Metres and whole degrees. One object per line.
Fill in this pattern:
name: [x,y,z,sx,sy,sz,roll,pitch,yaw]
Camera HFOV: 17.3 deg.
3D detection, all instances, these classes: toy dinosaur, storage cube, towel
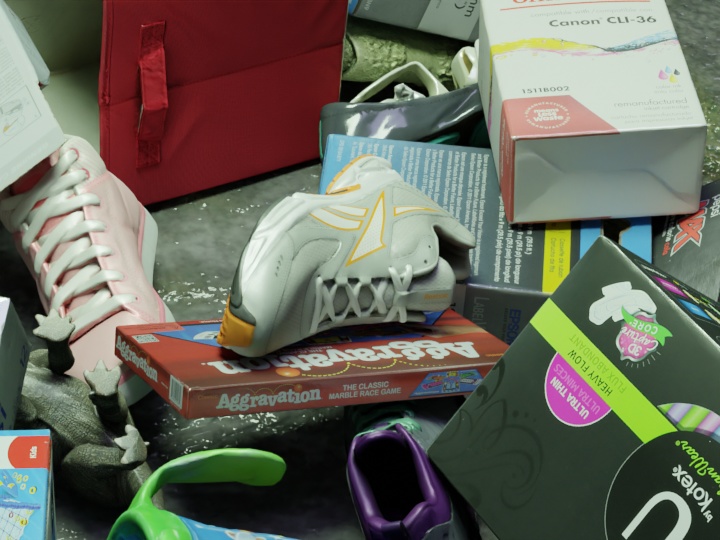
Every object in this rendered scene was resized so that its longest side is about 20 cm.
toy dinosaur: [-0.150,0.084,1.247,0.200,0.102,0.077,25,65,5]
storage cube: [-0.127,-0.166,1.509,0.179,0.171,0.200,-16,41,-28]
towel: [-0.007,-0.179,1.620,0.148,0.037,0.200,4,30,-41]

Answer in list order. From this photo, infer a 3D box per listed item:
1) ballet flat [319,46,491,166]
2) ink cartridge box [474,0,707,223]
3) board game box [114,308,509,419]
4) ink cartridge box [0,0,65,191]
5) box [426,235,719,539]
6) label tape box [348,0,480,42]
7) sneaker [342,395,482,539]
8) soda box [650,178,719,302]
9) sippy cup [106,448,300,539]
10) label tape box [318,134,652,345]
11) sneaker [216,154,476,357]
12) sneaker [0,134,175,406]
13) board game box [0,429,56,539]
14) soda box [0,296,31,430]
ballet flat: [0.060,-0.108,1.529,0.200,0.073,0.073,-18,42,-23]
ink cartridge box: [0.134,-0.115,1.441,0.116,0.068,0.200,-4,37,-3]
board game box: [-0.020,0.047,1.261,0.200,0.019,0.103,-3,19,-27]
ink cartridge box: [-0.251,-0.068,1.400,0.162,0.057,0.200,-37,45,3]
box: [0.160,0.108,1.157,0.124,0.149,0.200,26,16,-48]
label tape box: [0.053,-0.211,1.602,0.200,0.063,0.144,8,27,-36]
sneaker: [0.024,0.091,1.239,0.074,0.088,0.200,-21,38,4]
soda box: [0.194,0.030,1.350,0.071,0.063,0.200,-24,25,29]
sippy cup: [-0.047,0.179,1.102,0.130,0.178,0.140,3,7,-20]
label tape box: [0.071,-0.011,1.412,0.199,0.063,0.144,6,37,3]
sneaker: [0.000,0.000,1.266,0.092,0.076,0.200,28,33,16]
sneaker: [-0.162,-0.005,1.334,0.075,0.105,0.200,-30,32,12]
board game box: [-0.156,0.205,0.988,0.056,0.200,0.196,0,36,-4]
soda box: [-0.213,0.111,1.141,0.063,0.068,0.200,8,69,5]
